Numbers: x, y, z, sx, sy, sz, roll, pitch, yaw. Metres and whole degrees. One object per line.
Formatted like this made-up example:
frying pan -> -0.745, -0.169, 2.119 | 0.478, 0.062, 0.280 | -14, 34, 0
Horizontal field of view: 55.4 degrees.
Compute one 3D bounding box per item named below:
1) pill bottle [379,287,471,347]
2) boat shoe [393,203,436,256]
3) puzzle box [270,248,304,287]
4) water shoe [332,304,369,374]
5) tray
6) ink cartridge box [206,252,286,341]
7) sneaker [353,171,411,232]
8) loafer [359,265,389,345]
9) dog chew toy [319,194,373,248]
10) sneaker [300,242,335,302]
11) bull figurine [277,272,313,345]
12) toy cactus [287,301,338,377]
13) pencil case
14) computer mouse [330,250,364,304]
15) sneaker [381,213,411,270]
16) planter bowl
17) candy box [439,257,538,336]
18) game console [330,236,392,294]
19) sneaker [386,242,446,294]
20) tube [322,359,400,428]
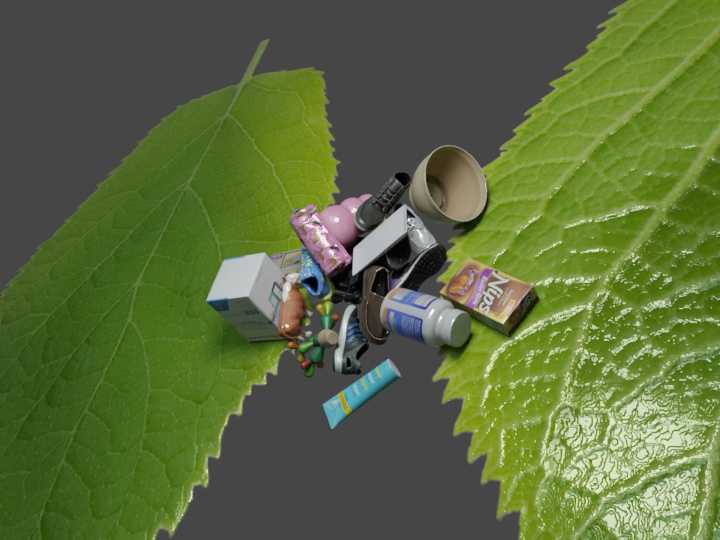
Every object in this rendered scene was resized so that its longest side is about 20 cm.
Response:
pill bottle -> 0.152, 0.113, 1.588 | 0.200, 0.112, 0.112 | 16, 64, 41
boat shoe -> 0.141, -0.113, 1.825 | 0.072, 0.069, 0.200 | -30, 42, 9
puzzle box -> -0.186, -0.006, 1.987 | 0.199, 0.025, 0.133 | -12, 48, 26
water shoe -> -0.016, 0.176, 1.696 | 0.079, 0.072, 0.201 | 9, 51, 4
tray -> 0.052, -0.070, 1.708 | 0.200, 0.022, 0.108 | -40, 30, 32
ink cartridge box -> -0.281, 0.077, 1.849 | 0.146, 0.200, 0.146 | -7, 49, 29
sneaker -> 0.058, -0.190, 1.823 | 0.200, 0.075, 0.106 | -51, 1, -40
loafer -> 0.040, 0.080, 1.670 | 0.071, 0.073, 0.201 | 146, 122, -66
dog chew toy -> -0.024, -0.144, 1.893 | 0.200, 0.125, 0.124 | -35, 39, -22
sneaker -> -0.123, -0.013, 1.825 | 0.076, 0.105, 0.201 | -24, 77, 16
bull figurine -> -0.174, 0.104, 1.810 | 0.065, 0.122, 0.201 | -11, 48, 25
toy cactus -> -0.101, 0.164, 1.701 | 0.201, 0.102, 0.165 | -63, 15, -17
pencil case -> -0.104, -0.077, 1.788 | 0.083, 0.087, 0.200 | -31, 76, -17
computer mouse -> 0.000, 0.000, 1.780 | 0.140, 0.046, 0.200 | 5, 57, 52
sneaker -> 0.081, -0.055, 1.773 | 0.201, 0.070, 0.090 | -91, 21, -46
planter bowl -> 0.212, -0.208, 1.792 | 0.135, 0.200, 0.201 | -22, 36, 58
candy box -> 0.295, 0.057, 1.582 | 0.117, 0.057, 0.200 | -49, 44, -13
game console -> 0.004, -0.011, 1.864 | 0.199, 0.031, 0.177 | 12, 64, 41
sneaker -> 0.127, -0.003, 1.739 | 0.200, 0.076, 0.088 | -45, 37, -8
tube -> 0.001, 0.284, 1.596 | 0.200, 0.050, 0.078 | -38, 34, 8
